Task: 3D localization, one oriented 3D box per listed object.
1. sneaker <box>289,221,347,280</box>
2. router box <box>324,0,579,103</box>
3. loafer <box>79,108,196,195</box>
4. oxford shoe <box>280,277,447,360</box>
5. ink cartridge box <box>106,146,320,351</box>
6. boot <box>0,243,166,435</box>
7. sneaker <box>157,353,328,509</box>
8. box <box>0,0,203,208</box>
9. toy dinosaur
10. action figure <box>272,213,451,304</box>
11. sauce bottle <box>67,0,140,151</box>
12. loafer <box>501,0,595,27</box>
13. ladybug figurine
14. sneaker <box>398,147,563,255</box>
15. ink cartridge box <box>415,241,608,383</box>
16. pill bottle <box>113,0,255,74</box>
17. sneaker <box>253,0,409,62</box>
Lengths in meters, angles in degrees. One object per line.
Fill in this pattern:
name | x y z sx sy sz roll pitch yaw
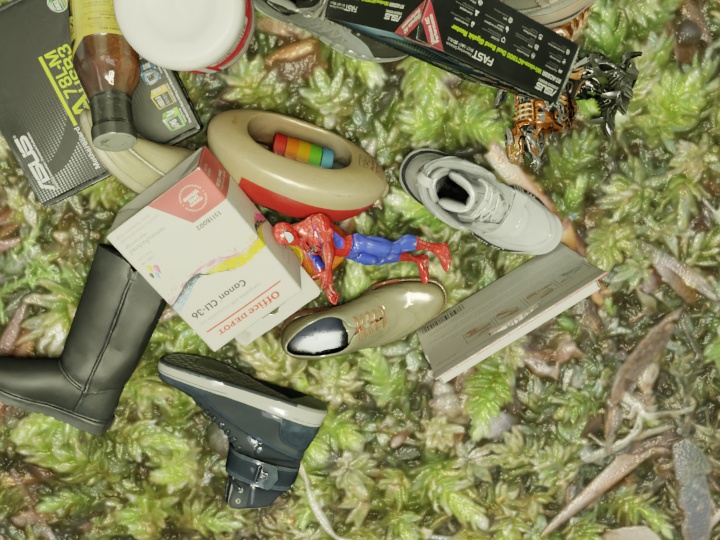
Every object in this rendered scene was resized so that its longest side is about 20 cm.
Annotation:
sneaker | -0.106 -0.002 0.903 0.198 0.077 0.074 -17 103 1
router box | 0.087 -0.228 0.783 0.199 0.150 0.063 12 104 -39
loafer | -0.199 -0.103 0.845 0.068 0.076 0.200 -42 121 6
oxford shoe | 0.006 0.062 0.922 0.198 0.074 0.071 -20 100 1
ink cartridge box | -0.137 -0.005 0.819 0.116 0.068 0.200 -34 115 11
boot | -0.316 0.063 0.912 0.164 0.066 0.201 23 103 -16
sneaker | -0.156 0.189 0.941 0.201 0.077 0.147 23 97 -8
box | -0.295 -0.198 0.868 0.192 0.048 0.201 -25 102 -1
toy dinosaur | 0.218 -0.203 0.870 0.135 0.102 0.202 18 105 9
action figure | 0.000 0.000 0.848 0.198 0.065 0.100 14 61 -28
sauce bottle | -0.241 -0.213 0.775 0.065 0.066 0.202 -9 74 0
loafer | 0.232 -0.311 0.849 0.198 0.063 0.072 -21 62 -3
ladybug figurine | -0.067 -0.104 0.862 0.198 0.136 0.072 18 124 -9
sneaker | 0.135 -0.065 0.880 0.199 0.115 0.076 26 100 -8
ink cartridge box | 0.160 0.052 0.875 0.199 0.176 0.045 -32 102 5
pill bottle | -0.159 -0.246 0.786 0.111 0.200 0.114 -1 102 -3
sneaker | -0.025 -0.262 0.831 0.198 0.116 0.076 15 101 -5
